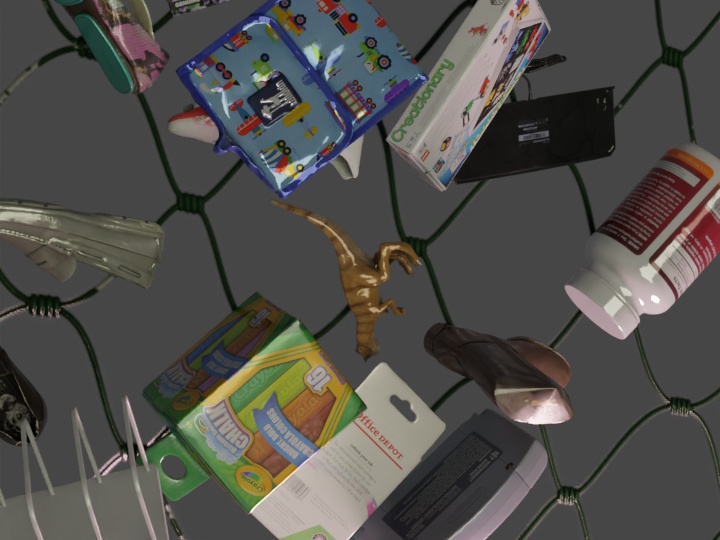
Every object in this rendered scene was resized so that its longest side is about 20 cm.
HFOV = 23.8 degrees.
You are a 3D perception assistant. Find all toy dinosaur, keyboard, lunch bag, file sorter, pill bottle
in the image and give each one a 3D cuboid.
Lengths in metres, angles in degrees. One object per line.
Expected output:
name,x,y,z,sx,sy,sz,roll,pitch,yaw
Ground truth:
toy dinosaur,0.000,0.000,1.701,0.106,0.060,0.200,-27,111,-14
keyboard,0.173,-0.164,1.762,0.200,0.021,0.127,-11,107,-22
lunch bag,-0.065,-0.169,1.573,0.200,0.094,0.151,-41,97,-24
file sorter,-0.282,0.209,1.525,0.200,0.139,0.125,-13,129,-5
pill bottle,0.311,-0.029,1.801,0.200,0.113,0.113,-47,115,-7

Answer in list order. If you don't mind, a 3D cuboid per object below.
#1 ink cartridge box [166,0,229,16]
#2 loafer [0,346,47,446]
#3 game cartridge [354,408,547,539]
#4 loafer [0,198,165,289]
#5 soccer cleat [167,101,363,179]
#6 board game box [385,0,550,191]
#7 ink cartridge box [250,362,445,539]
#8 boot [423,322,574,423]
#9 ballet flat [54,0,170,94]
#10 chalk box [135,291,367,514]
ink cartridge box,-0.145,-0.339,1.533,0.109,0.050,0.200,-16,120,-5
loafer,-0.352,0.086,1.560,0.073,0.071,0.200,-47,116,-8
game cartridge,0.095,0.235,1.757,0.200,0.133,0.042,-43,123,-9
loafer,-0.275,-0.025,1.569,0.200,0.070,0.070,10,90,-26
soccer cleat,-0.086,-0.123,1.628,0.200,0.069,0.085,-2,88,-28
board game box,0.108,-0.182,1.658,0.200,0.035,0.126,-56,158,-3
ink cartridge box,-0.023,0.189,1.730,0.200,0.067,0.117,-46,115,-7
boot,0.177,0.116,1.727,0.186,0.200,0.064,13,97,-25
ballet flat,-0.240,-0.251,1.540,0.071,0.069,0.200,-50,121,-26
chalk box,-0.120,0.140,1.645,0.200,0.124,0.125,-42,114,-10
